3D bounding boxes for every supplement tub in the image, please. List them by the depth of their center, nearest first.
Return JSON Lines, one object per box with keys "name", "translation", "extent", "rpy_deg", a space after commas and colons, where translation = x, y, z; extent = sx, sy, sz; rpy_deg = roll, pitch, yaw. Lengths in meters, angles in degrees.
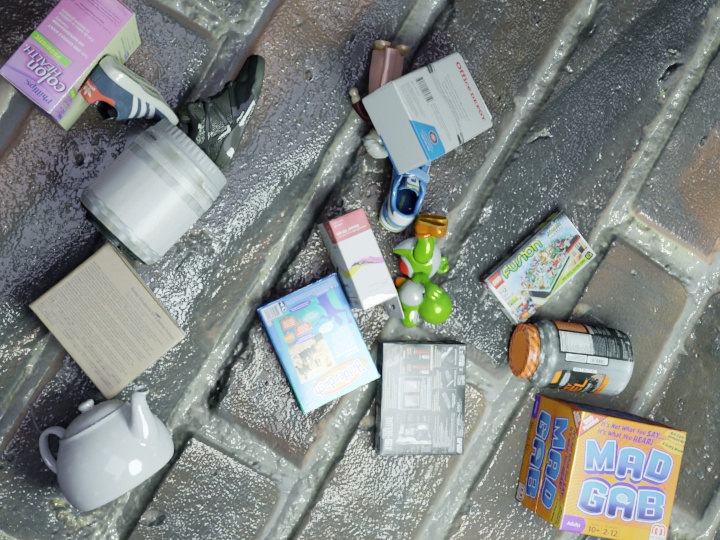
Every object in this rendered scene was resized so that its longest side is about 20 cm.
{"name": "supplement tub", "translation": [0.378, 0.155, 1.572], "extent": [0.198, 0.122, 0.124], "rpy_deg": [8, 89, -11]}

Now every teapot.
{"name": "teapot", "translation": [-0.406, 0.274, 1.380], "extent": [0.199, 0.197, 0.147], "rpy_deg": [-31, 95, -16]}

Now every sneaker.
{"name": "sneaker", "translation": [-0.371, -0.266, 1.393], "extent": [0.084, 0.200, 0.075], "rpy_deg": [-43, 65, 6]}
{"name": "sneaker", "translation": [-0.236, -0.285, 1.462], "extent": [0.114, 0.076, 0.201], "rpy_deg": [25, 90, -20]}
{"name": "sneaker", "translation": [0.089, -0.168, 1.530], "extent": [0.073, 0.082, 0.202], "rpy_deg": [11, 85, -10]}

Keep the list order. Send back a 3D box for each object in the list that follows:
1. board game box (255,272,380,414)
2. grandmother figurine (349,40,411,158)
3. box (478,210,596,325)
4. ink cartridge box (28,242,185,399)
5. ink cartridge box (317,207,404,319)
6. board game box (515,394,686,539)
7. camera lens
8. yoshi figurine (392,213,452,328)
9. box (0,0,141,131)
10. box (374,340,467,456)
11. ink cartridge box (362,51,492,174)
{"name": "board game box", "translation": [-0.074, 0.126, 1.516], "extent": [0.151, 0.045, 0.201], "rpy_deg": [-24, 95, -11]}
{"name": "grandmother figurine", "translation": [0.037, -0.298, 1.530], "extent": [0.120, 0.061, 0.202], "rpy_deg": [6, 88, -12]}
{"name": "box", "translation": [0.326, -0.005, 1.604], "extent": [0.200, 0.035, 0.110], "rpy_deg": [-42, 98, -9]}
{"name": "ink cartridge box", "translation": [-0.412, 0.081, 1.430], "extent": [0.164, 0.075, 0.200], "rpy_deg": [-39, 97, -10]}
{"name": "ink cartridge box", "translation": [0.000, 0.000, 1.494], "extent": [0.067, 0.116, 0.201], "rpy_deg": [-23, 94, -12]}
{"name": "board game box", "translation": [0.419, 0.349, 1.542], "extent": [0.198, 0.200, 0.202], "rpy_deg": [12, 88, -11]}
{"name": "camera lens", "translation": [-0.335, -0.123, 1.401], "extent": [0.160, 0.160, 0.200], "rpy_deg": [45, 82, -9]}
{"name": "yoshi figurine", "translation": [0.126, 0.009, 1.525], "extent": [0.112, 0.112, 0.202], "rpy_deg": [-2, 109, -33]}
{"name": "box", "translation": [-0.449, -0.337, 1.368], "extent": [0.096, 0.176, 0.201], "rpy_deg": [38, 84, -9]}
{"name": "box", "translation": [0.108, 0.228, 1.552], "extent": [0.156, 0.050, 0.202], "rpy_deg": [1, 90, -11]}
{"name": "ink cartridge box", "translation": [0.118, -0.271, 1.491], "extent": [0.200, 0.084, 0.147], "rpy_deg": [-32, 98, -43]}
